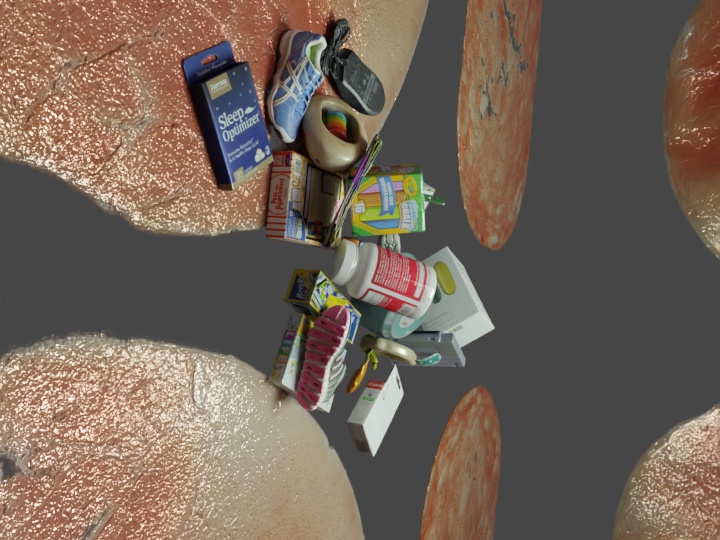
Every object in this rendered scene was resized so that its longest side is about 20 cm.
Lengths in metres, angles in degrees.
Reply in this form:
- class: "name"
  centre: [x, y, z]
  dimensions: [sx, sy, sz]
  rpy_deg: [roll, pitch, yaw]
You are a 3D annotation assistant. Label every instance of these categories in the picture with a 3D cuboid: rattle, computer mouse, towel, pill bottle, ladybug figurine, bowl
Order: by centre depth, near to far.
- class: "towel"
  centre: [-0.015, -0.139, 1.161]
  dimensions: [0.203, 0.022, 0.144]
  rpy_deg: [-65, -177, -15]
- class: "ladybug figurine"
  centre: [-0.054, -0.253, 1.174]
  dimensions: [0.134, 0.072, 0.202]
  rpy_deg: [24, 39, -20]
- class: "pill bottle"
  centre: [0.042, 0.013, 1.242]
  dimensions: [0.197, 0.112, 0.114]
  rpy_deg: [21, 72, -18]
- class: "computer mouse"
  centre: [-0.020, -0.399, 1.295]
  dimensions: [0.200, 0.052, 0.141]
  rpy_deg: [43, 59, -42]
- class: "bowl"
  centre: [0.081, 0.072, 1.394]
  dimensions: [0.199, 0.105, 0.203]
  rpy_deg: [-29, 144, -23]
- class: "rattle"
  centre: [0.082, 0.232, 1.445]
  dimensions: [0.198, 0.129, 0.145]
  rpy_deg: [28, 57, -29]

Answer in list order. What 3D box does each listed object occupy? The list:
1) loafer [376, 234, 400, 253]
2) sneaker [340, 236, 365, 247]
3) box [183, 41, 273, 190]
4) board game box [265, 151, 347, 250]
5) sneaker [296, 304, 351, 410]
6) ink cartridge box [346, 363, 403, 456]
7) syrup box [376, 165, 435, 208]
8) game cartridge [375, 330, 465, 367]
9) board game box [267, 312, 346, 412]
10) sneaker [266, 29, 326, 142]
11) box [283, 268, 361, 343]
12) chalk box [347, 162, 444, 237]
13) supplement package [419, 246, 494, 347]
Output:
- class: "loafer"
  centre: [0.066, -0.007, 1.491]
  dimensions: [0.070, 0.068, 0.204]
  rpy_deg: [-93, -173, -64]
- class: "sneaker"
  centre: [0.000, 0.000, 1.382]
  dimensions: [0.200, 0.074, 0.079]
  rpy_deg: [42, 70, -49]
- class: "box"
  centre: [-0.203, -0.243, 0.988]
  dimensions: [0.121, 0.032, 0.203]
  rpy_deg: [-49, 135, -47]
- class: "board game box"
  centre: [-0.097, -0.125, 1.188]
  dimensions: [0.199, 0.045, 0.155]
  rpy_deg: [11, 84, -62]
- class: "sneaker"
  centre: [-0.060, 0.164, 1.196]
  dimensions: [0.087, 0.073, 0.204]
  rpy_deg: [14, 93, -66]
- class: "ink cartridge box"
  centre: [0.039, 0.328, 1.513]
  dimensions: [0.201, 0.049, 0.111]
  rpy_deg: [-56, 140, -44]
- class: "syrup box"
  centre: [0.093, -0.183, 1.477]
  dimensions: [0.199, 0.081, 0.080]
  rpy_deg: [-2, 123, -61]
- class: "game cartridge"
  centre: [0.147, 0.191, 1.536]
  dimensions: [0.131, 0.196, 0.039]
  rpy_deg: [63, 34, -44]
- class: "board game box"
  centre: [-0.100, 0.186, 1.244]
  dimensions: [0.200, 0.034, 0.137]
  rpy_deg: [48, 53, -54]
- class: "sneaker"
  centre: [-0.110, -0.326, 1.100]
  dimensions: [0.075, 0.076, 0.205]
  rpy_deg: [13, 84, -63]
- class: "box"
  centre: [-0.071, 0.075, 1.251]
  dimensions: [0.200, 0.063, 0.071]
  rpy_deg: [50, 52, -52]
- class: "chalk box"
  centre: [0.075, -0.151, 1.315]
  dimensions: [0.125, 0.195, 0.127]
  rpy_deg: [-91, 175, -72]
- class: "supplement package"
  centre: [0.222, 0.081, 1.624]
  dimensions: [0.150, 0.150, 0.203]
  rpy_deg: [38, 25, -57]
